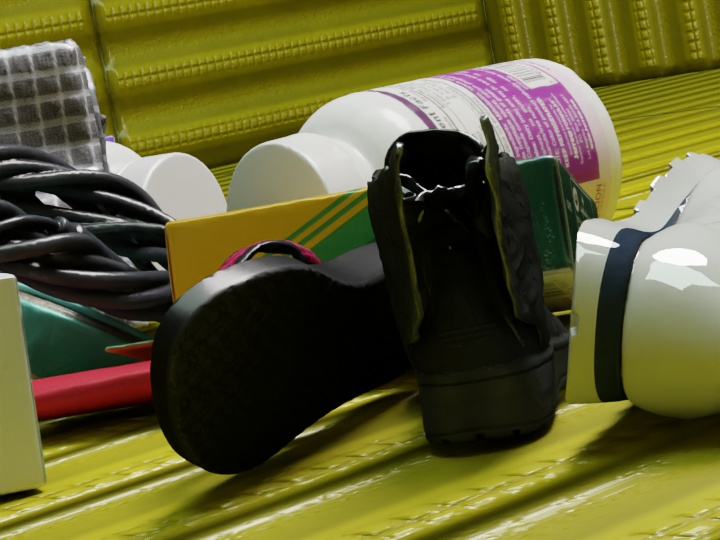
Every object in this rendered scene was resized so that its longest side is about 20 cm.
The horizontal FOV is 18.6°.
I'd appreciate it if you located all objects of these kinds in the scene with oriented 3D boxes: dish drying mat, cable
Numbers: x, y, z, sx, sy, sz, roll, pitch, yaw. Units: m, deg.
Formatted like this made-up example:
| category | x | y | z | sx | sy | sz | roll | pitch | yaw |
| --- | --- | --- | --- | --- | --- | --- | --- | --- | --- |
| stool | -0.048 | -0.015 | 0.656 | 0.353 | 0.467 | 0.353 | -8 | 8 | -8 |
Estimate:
| category | x | y | z | sx | sy | sz | roll | pitch | yaw |
| --- | --- | --- | --- | --- | --- | --- | --- | --- | --- |
| dish drying mat | -0.048 | 0.040 | 0.912 | 0.198 | 0.018 | 0.077 | -10 | -4 | 10 |
| cable | -0.146 | -0.023 | 1.006 | 0.198 | 0.051 | 0.163 | 20 | 6 | -15 |

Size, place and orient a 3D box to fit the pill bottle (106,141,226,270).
| category | x | y | z | sx | sy | sz | roll | pitch | yaw |
| --- | --- | --- | --- | --- | --- | --- | --- | --- | --- |
| pill bottle | -0.176 | -0.015 | 1.269 | 0.199 | 0.112 | 0.111 | -8 | 6 | 35 |

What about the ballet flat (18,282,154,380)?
| category | x | y | z | sx | sy | sz | roll | pitch | yaw |
| --- | --- | --- | --- | --- | --- | --- | --- | --- | --- |
| ballet flat | -0.189 | 0.030 | 1.016 | 0.198 | 0.071 | 0.067 | 22 | -16 | 15 |

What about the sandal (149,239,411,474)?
| category | x | y | z | sx | sy | sz | roll | pitch | yaw |
| --- | --- | --- | --- | --- | --- | --- | --- | --- | --- |
| sandal | -0.029 | 0.021 | 0.774 | 0.045 | 0.076 | 0.200 | 24 | 15 | 20 |

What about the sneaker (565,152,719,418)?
| category | x | y | z | sx | sy | sz | roll | pitch | yaw |
| --- | --- | --- | --- | --- | --- | --- | --- | --- | --- |
| sneaker | 0.128 | 0.008 | 0.727 | 0.080 | 0.077 | 0.200 | 3 | 15 | 20 |

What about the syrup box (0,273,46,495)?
| category | x | y | z | sx | sy | sz | roll | pitch | yaw |
| --- | --- | --- | --- | --- | --- | --- | --- | --- | --- |
| syrup box | -0.190 | 0.043 | 0.859 | 0.081 | 0.080 | 0.200 | -10 | 5 | -24 |

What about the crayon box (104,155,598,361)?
| category | x | y | z | sx | sy | sz | roll | pitch | yaw |
| --- | --- | --- | --- | --- | --- | --- | --- | --- | --- |
| crayon box | 0.000 | 0.000 | 0.945 | 0.198 | 0.052 | 0.126 | -10 | -9 | 12 |

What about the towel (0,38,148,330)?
| category | x | y | z | sx | sy | sz | roll | pitch | yaw |
| --- | --- | --- | --- | --- | --- | --- | --- | --- | --- |
| towel | -0.216 | -0.024 | 1.112 | 0.198 | 0.167 | 0.086 | -10 | -16 | -11 |

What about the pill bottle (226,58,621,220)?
| category | x | y | z | sx | sy | sz | roll | pitch | yaw |
| --- | --- | --- | --- | --- | --- | --- | --- | --- | --- |
| pill bottle | 0.032 | -0.040 | 1.114 | 0.199 | 0.113 | 0.112 | -16 | 8 | -42 |

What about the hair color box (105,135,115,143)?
| category | x | y | z | sx | sy | sz | roll | pitch | yaw |
| --- | --- | --- | --- | --- | --- | --- | --- | --- | --- |
| hair color box | -0.250 | -0.025 | 1.526 | 0.199 | 0.110 | 0.065 | -6 | 6 | 40 |

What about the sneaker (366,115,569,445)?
| category | x | y | z | sx | sy | sz | roll | pitch | yaw |
| --- | --- | --- | --- | --- | --- | --- | --- | --- | --- |
| sneaker | 0.038 | -0.002 | 0.757 | 0.059 | 0.105 | 0.200 | -11 | 6 | 6 |
